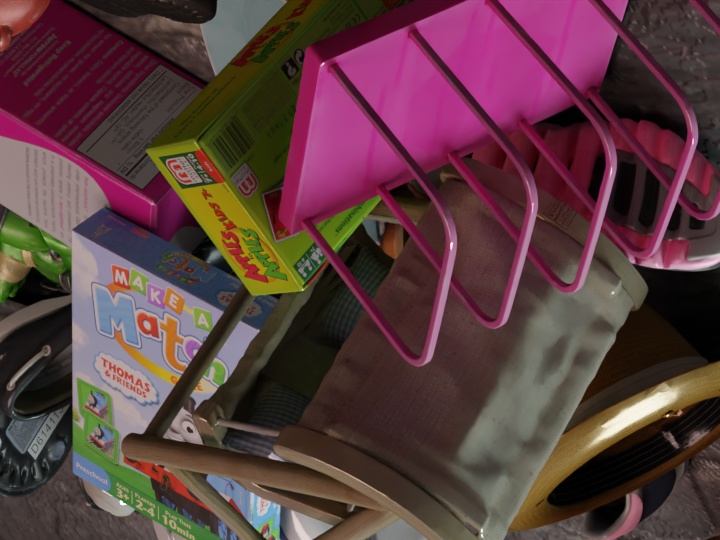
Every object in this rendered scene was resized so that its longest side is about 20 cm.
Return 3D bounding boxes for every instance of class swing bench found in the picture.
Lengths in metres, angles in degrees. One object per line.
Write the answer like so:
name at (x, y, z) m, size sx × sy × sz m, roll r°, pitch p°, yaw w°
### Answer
swing bench at (0.015, 0.054, 1.425) m, size 0.130 × 0.199 × 0.200 m, roll 46°, pitch 148°, yaw -24°

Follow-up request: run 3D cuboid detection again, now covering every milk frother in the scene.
milk frother at (-0.284, 0.101, 1.984) m, size 0.188 × 0.181 × 0.200 m, roll 14°, pitch 135°, yaw 32°

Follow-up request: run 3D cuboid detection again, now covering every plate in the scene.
plate at (-0.034, -0.100, 1.559) m, size 0.200 × 0.026 × 0.200 m, roll 52°, pitch 160°, yaw 27°

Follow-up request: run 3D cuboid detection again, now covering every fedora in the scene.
fedora at (0.141, 0.072, 1.507) m, size 0.082 × 0.200 × 0.201 m, roll 61°, pitch 153°, yaw 17°

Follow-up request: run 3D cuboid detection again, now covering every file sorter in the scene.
file sorter at (0.082, -0.061, 1.324) m, size 0.125 × 0.200 × 0.139 m, roll 53°, pitch 153°, yaw 26°

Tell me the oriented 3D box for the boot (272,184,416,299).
boot at (0.000, 0.000, 1.653) m, size 0.155 × 0.074 × 0.200 m, roll 24°, pitch 143°, yaw 32°

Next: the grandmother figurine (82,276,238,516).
grandmother figurine at (-0.122, 0.092, 1.791) m, size 0.061 × 0.121 × 0.200 m, roll 40°, pitch 117°, yaw -1°

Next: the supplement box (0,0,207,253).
supplement box at (-0.183, -0.090, 1.706) m, size 0.200 × 0.103 × 0.101 m, roll 32°, pitch 147°, yaw 16°

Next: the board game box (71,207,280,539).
board game box at (-0.114, 0.077, 1.664) m, size 0.151 × 0.037 × 0.200 m, roll 27°, pitch 132°, yaw 27°

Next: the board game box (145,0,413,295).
board game box at (-0.015, -0.091, 1.424) m, size 0.048 × 0.200 × 0.102 m, roll -5°, pitch 127°, yaw 51°

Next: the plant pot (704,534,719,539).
plant pot at (0.253, 0.231, 1.574) m, size 0.200 × 0.200 × 0.140 m, roll 50°, pitch 165°, yaw -16°

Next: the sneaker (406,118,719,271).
sneaker at (0.126, -0.041, 1.480) m, size 0.200 × 0.079 × 0.095 m, roll 18°, pitch 170°, yaw 27°

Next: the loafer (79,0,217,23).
loafer at (-0.138, -0.190, 1.575) m, size 0.073 × 0.071 × 0.200 m, roll 20°, pitch 178°, yaw -39°

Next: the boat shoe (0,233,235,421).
boat shoe at (-0.153, 0.033, 1.748) m, size 0.076 × 0.200 × 0.060 m, roll 51°, pitch -172°, yaw -47°

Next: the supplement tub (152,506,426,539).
supplement tub at (-0.043, 0.148, 1.812) m, size 0.145 × 0.145 × 0.200 m, roll 49°, pitch 148°, yaw -14°

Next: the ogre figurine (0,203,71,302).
ogre figurine at (-0.201, -0.015, 1.821) m, size 0.120 × 0.098 × 0.200 m, roll 15°, pitch 150°, yaw 19°

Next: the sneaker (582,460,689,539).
sneaker at (0.127, 0.076, 1.597) m, size 0.070 × 0.082 × 0.200 m, roll -3°, pitch 128°, yaw 51°

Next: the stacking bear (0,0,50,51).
stacking bear at (-0.245, -0.198, 1.561) m, size 0.114 × 0.122 × 0.200 m, roll 16°, pitch -161°, yaw -39°
